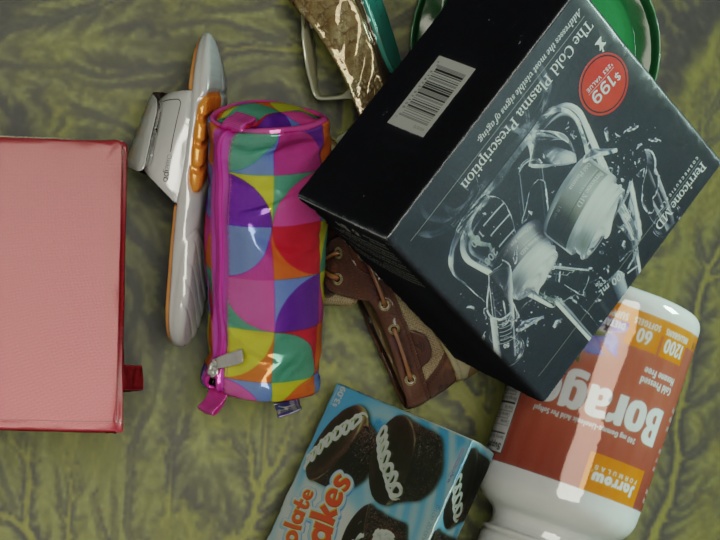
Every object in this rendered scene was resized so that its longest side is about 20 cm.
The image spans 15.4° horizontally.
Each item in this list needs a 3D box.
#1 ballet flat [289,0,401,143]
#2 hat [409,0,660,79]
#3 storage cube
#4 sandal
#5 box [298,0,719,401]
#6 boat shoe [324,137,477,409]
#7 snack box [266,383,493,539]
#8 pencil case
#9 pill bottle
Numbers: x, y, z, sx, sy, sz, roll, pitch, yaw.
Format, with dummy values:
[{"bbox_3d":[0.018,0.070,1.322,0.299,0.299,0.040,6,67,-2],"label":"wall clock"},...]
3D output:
[{"bbox_3d":[0.005,-0.114,1.781,0.065,0.070,0.201,-22,88,18],"label":"ballet flat"},{"bbox_3d":[0.118,-0.156,1.732,0.198,0.176,0.167,-6,88,-8],"label":"hat"},{"bbox_3d":[-0.236,0.012,1.681,0.198,0.171,0.181,1,86,-7],"label":"storage cube"},{"bbox_3d":[-0.127,-0.056,1.743,0.059,0.079,0.208,5,83,7],"label":"sandal"},{"bbox_3d":[0.097,-0.058,1.675,0.200,0.104,0.182,-52,128,-9],"label":"box"},{"bbox_3d":[0.000,0.000,1.766,0.072,0.072,0.201,-33,99,-9],"label":"boat shoe"},{"bbox_3d":[-0.005,0.187,1.742,0.116,0.037,0.201,21,84,34],"label":"snack box"},{"bbox_3d":[-0.063,-0.008,1.723,0.088,0.088,0.202,0,104,-8],"label":"pencil case"},{"bbox_3d":[0.144,0.109,1.759,0.111,0.112,0.201,19,85,-7],"label":"pill bottle"}]
